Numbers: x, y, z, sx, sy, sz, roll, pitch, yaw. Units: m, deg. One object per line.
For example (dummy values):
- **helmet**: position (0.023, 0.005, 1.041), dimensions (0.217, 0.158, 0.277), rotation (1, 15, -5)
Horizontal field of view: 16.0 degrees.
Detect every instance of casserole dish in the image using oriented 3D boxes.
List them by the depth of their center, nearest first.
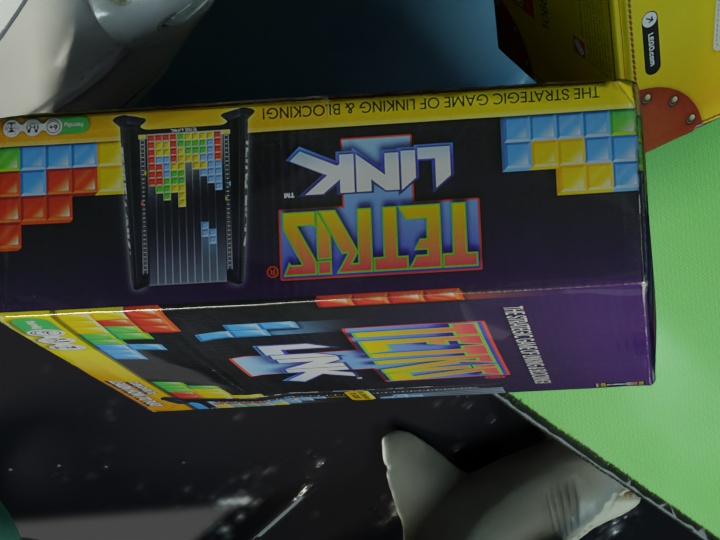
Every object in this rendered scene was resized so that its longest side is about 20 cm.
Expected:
- **casserole dish**: position (0.006, -0.071, 0.792), dimensions (0.200, 0.039, 0.121), rotation (0, 131, -34)

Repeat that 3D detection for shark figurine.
- **shark figurine**: position (0.031, 0.105, 0.947), dimensions (0.128, 0.214, 0.090), rotation (-18, 107, 28)

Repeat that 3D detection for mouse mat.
- **mouse mat**: position (0.146, -0.008, 0.880), dimensions (0.161, 0.008, 0.200), rotation (35, 91, -21)

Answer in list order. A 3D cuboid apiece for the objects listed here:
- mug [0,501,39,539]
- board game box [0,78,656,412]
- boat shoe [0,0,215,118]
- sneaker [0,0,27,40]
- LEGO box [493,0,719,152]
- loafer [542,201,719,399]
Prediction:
- **mug**: position (-0.141, 0.179, 0.897), dimensions (0.152, 0.114, 0.185), rotation (-33, 141, 2)
- **board game box**: position (0.000, 0.000, 0.727), dimensions (0.165, 0.057, 0.200), rotation (-2, 170, 7)
- **boat shoe**: position (-0.061, -0.102, 0.677), dimensions (0.200, 0.074, 0.067), rotation (-50, -178, 7)
- **sneaker**: position (-0.129, -0.136, 0.592), dimensions (0.146, 0.077, 0.203), rotation (-7, 126, -43)
- **LEGO box**: position (0.109, -0.153, 0.708), dimensions (0.149, 0.077, 0.200), rotation (-24, 131, -18)
- **loafer**: position (0.105, 0.004, 0.910), dimensions (0.200, 0.068, 0.076), rotation (5, 100, -18)
